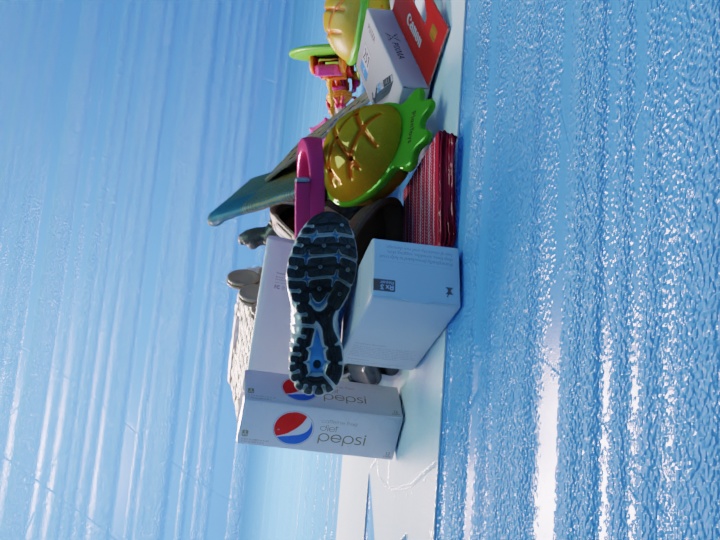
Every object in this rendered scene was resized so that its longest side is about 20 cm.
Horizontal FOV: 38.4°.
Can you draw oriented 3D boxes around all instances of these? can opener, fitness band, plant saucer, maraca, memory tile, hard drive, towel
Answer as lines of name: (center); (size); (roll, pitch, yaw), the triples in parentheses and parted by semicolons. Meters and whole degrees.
can opener: (0.016, 0.144, 1.390); (0.068, 0.053, 0.200); (65, 169, -2)
fitness band: (-0.065, -0.061, 1.267); (0.144, 0.037, 0.204); (-126, 36, -81)
plant saucer: (0.000, 0.000, 1.302); (0.201, 0.029, 0.202); (-54, -23, -35)
maraca: (-0.004, -0.425, 1.647); (0.137, 0.105, 0.204); (127, 150, -64)
memory tile: (-0.085, 0.027, 1.505); (0.153, 0.197, 0.017); (43, 135, 50)
hard drive: (-0.076, 0.065, 1.391); (0.026, 0.129, 0.204); (-71, -8, -76)
towel: (-0.113, -0.119, 1.484); (0.147, 0.197, 0.022); (-49, -60, -50)
towel: (0.078, -0.061, 1.213); (0.200, 0.022, 0.148); (123, 151, -72)
maraca: (0.022, -0.152, 1.291); (0.199, 0.106, 0.140); (-23, 54, 46)

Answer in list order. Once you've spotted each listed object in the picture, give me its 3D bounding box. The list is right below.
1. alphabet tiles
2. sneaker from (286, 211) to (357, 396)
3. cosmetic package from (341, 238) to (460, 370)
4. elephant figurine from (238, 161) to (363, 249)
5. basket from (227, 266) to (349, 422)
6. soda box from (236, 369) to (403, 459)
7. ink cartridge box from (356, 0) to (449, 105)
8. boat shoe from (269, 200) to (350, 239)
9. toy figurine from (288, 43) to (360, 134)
alphabet tiles: (-0.046, -0.214, 1.533); (0.199, 0.008, 0.168); (-34, 12, 27)
sneaker: (-0.051, 0.033, 1.168); (0.090, 0.077, 0.204); (-130, 48, -81)
cosmetic package: (0.038, 0.042, 1.150); (0.201, 0.100, 0.075); (118, 156, -61)
elephant figurine: (-0.076, -0.102, 1.582); (0.155, 0.198, 0.144); (-35, -47, -43)
basket: (-0.094, 0.122, 1.560); (0.161, 0.196, 0.202); (-112, 31, -66)
soda box: (-0.051, 0.177, 1.268); (0.064, 0.196, 0.069); (-101, 21, -60)
ink cartridge box: (0.050, -0.296, 1.378); (0.202, 0.044, 0.178); (-109, 25, -45)
boat shoe: (-0.046, -0.047, 1.441); (0.076, 0.197, 0.068); (-65, -31, -14)
toy figurine: (-0.044, -0.292, 1.833); (0.200, 0.147, 0.188); (-15, -77, -78)
